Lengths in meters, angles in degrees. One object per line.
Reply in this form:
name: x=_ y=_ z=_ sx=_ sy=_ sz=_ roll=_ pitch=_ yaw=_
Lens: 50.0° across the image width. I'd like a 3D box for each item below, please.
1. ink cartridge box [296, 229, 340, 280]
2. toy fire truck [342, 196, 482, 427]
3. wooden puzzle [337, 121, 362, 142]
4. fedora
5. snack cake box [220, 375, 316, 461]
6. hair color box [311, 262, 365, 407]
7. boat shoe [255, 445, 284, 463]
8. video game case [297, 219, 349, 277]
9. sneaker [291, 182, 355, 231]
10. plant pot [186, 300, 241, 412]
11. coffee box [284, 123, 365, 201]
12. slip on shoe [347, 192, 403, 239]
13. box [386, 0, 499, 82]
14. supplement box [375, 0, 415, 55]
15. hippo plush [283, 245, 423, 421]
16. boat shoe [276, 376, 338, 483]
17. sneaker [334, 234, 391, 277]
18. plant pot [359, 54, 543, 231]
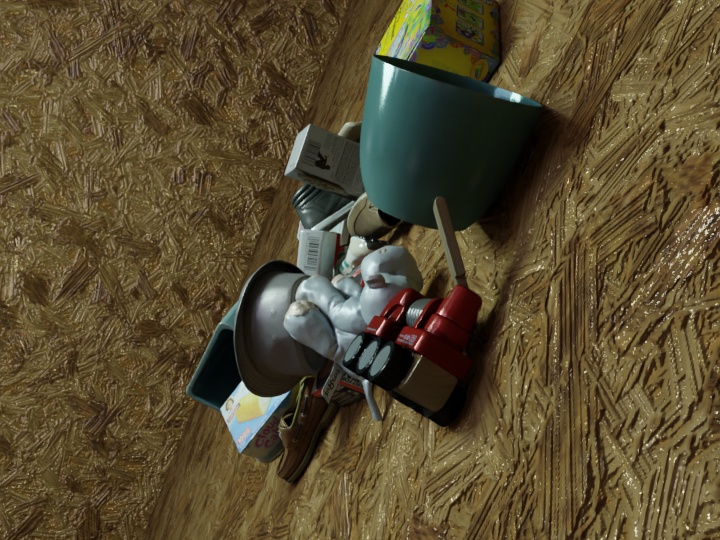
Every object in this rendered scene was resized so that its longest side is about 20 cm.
ink cartridge box: x=-0.058 y=0.012 z=1.356 sx=0.200 sy=0.047 sz=0.161 roll=-3 pitch=-81 yaw=-71
toy fire truck: x=0.070 y=0.040 z=0.838 sx=0.201 sy=0.128 sz=0.176 roll=-58 pitch=12 yaw=-7
wooden puzzle: x=0.029 y=-0.238 z=1.407 sx=0.199 sy=0.046 sz=0.185 roll=-30 pitch=-8 yaw=-32
fedora: x=-0.094 y=0.085 z=1.112 sx=0.090 sy=0.176 sz=0.202 roll=-2 pitch=83 yaw=39
snack cake box: x=-0.139 y=0.203 z=1.294 sx=0.200 sy=0.067 sz=0.115 roll=-52 pitch=42 yaw=9
hair color box: x=-0.005 y=0.090 z=1.142 sx=0.101 sy=0.061 sz=0.201 roll=-41 pitch=30 yaw=60
boat shoe: x=-0.132 y=0.258 z=1.350 sx=0.201 sy=0.072 sz=0.062 roll=-63 pitch=21 yaw=12
video game case: x=-0.070 y=-0.116 z=1.553 sx=0.182 sy=0.023 sz=0.201 roll=46 pitch=132 yaw=50
sneaker: x=-0.037 y=-0.148 z=1.405 sx=0.199 sy=0.099 sz=0.071 roll=-34 pitch=-8 yaw=-15
plant pot: x=-0.187 y=0.156 z=1.491 sx=0.196 sy=0.195 sz=0.200 roll=-59 pitch=7 yaw=31
coffee box: x=-0.015 y=-0.166 z=1.295 sx=0.113 sy=0.199 sz=0.080 roll=-174 pitch=104 yaw=-75
slip on shoe: x=0.040 y=-0.092 z=1.216 sx=0.200 sy=0.076 sz=0.061 roll=-34 pitch=28 yaw=44
box: x=0.114 y=-0.323 z=1.211 sx=0.193 sy=0.121 sz=0.200 roll=-81 pitch=19 yaw=-44
supplement box: x=0.112 y=-0.430 z=1.420 sx=0.200 sy=0.109 sz=0.109 roll=-55 pitch=18 yaw=41
hippo plush: x=-0.001 y=0.047 z=0.985 sx=0.161 sy=0.158 sz=0.201 roll=-56 pitch=17 yaw=42
boat shoe: x=-0.099 y=0.249 z=1.233 sx=0.072 sy=0.068 sz=0.201 roll=-103 pitch=37 yaw=-65
sneaker: x=0.000 y=0.000 z=1.278 sx=0.200 sy=0.070 sz=0.094 roll=158 pitch=122 yaw=-74
plant pot: x=0.089 y=-0.141 z=0.891 sx=0.201 sy=0.199 sz=0.162 roll=-104 pitch=28 yaw=-68
